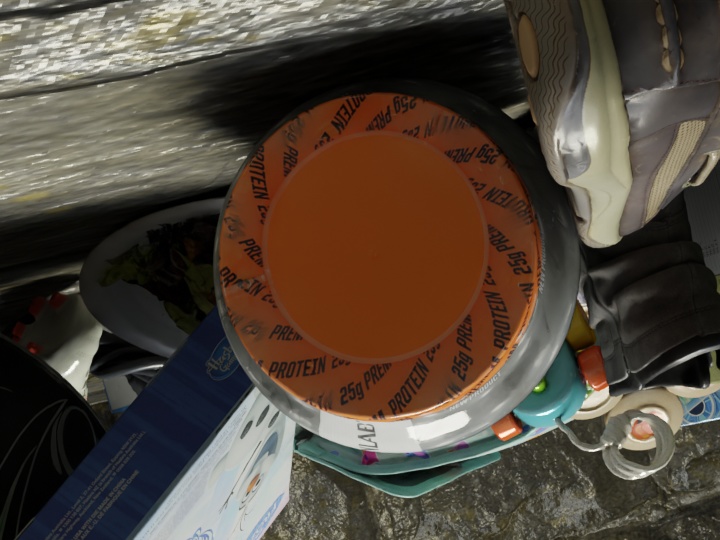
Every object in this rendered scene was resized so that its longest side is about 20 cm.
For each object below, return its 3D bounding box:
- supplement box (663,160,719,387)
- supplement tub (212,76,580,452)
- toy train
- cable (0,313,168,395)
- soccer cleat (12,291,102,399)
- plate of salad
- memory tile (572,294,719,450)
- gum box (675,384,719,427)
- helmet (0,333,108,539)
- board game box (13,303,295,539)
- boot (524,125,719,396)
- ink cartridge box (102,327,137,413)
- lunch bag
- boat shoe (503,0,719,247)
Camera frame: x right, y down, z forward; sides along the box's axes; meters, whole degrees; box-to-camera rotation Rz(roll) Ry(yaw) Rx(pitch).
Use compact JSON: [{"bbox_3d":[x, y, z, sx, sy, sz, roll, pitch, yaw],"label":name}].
[{"bbox_3d":[0.236,-0.039,0.619,0.198,0.136,0.200,-14,175,-7],"label":"supplement box"},{"bbox_3d":[0.018,0.001,0.510,0.121,0.124,0.200,-14,176,8],"label":"supplement tub"},{"bbox_3d":[0.126,-0.002,0.735,0.149,0.202,0.056,9,160,33],"label":"toy train"},{"bbox_3d":[-0.171,0.094,0.929,0.198,0.051,0.164,18,142,18],"label":"cable"},{"bbox_3d":[-0.188,0.074,0.853,0.077,0.070,0.200,32,141,-16],"label":"soccer cleat"},{"bbox_3d":[-0.039,0.020,0.696,0.198,0.049,0.201,0,154,0],"label":"plate of salad"},{"bbox_3d":[0.182,0.017,0.839,0.153,0.017,0.200,30,115,-23],"label":"memory tile"},{"bbox_3d":[0.263,-0.005,0.883,0.198,0.172,0.044,-16,176,29],"label":"gum box"},{"bbox_3d":[-0.227,0.136,0.697,0.199,0.200,0.192,-19,-144,47],"label":"helmet"},{"bbox_3d":[-0.102,0.132,0.653,0.200,0.043,0.200,-51,164,-28],"label":"board game box"},{"bbox_3d":[0.106,-0.006,0.636,0.069,0.133,0.200,-14,175,-3],"label":"boot"},{"bbox_3d":[-0.076,0.039,1.009,0.199,0.069,0.115,-13,176,-44],"label":"ink cartridge box"},{"bbox_3d":[0.064,0.082,1.001,0.199,0.123,0.170,-26,172,31],"label":"lunch bag"},{"bbox_3d":[0.089,-0.051,0.408,0.073,0.075,0.200,-14,177,12],"label":"boat shoe"}]
